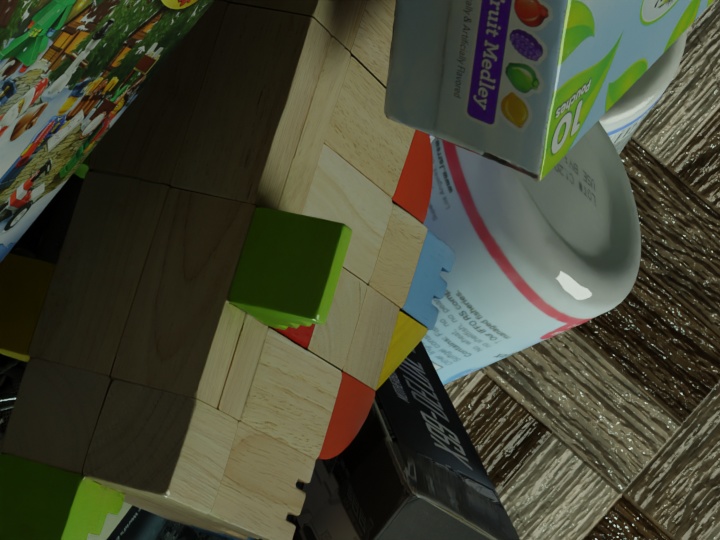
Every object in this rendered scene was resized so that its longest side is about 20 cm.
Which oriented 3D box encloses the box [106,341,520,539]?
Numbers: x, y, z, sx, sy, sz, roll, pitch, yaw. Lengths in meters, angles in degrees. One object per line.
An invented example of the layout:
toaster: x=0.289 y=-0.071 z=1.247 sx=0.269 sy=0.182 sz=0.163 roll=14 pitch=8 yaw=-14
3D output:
box: x=-0.041 y=0.117 z=0.735 sx=0.200 sy=0.050 sz=0.158 roll=-52 pitch=-156 yaw=13

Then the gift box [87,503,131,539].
gift box: x=-0.085 y=0.147 z=1.068 sx=0.200 sy=0.187 sz=0.185 roll=-53 pitch=173 yaw=37

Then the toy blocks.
toy blocks: x=-0.023 y=-0.003 z=0.634 sx=0.137 sy=0.100 sz=0.201 roll=36 pitch=69 yaw=-63

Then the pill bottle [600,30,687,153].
pill bottle: x=0.084 y=-0.093 z=1.127 sx=0.114 sy=0.114 sz=0.200 roll=-47 pitch=175 yaw=-15

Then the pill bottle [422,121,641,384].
pill bottle: x=0.000 y=0.000 z=0.892 sx=0.200 sy=0.109 sz=0.109 roll=-26 pitch=-172 yaw=31

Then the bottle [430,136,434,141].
bottle: x=0.001 y=-0.073 z=0.755 sx=0.200 sy=0.065 sz=0.084 roll=-53 pitch=-152 yaw=42

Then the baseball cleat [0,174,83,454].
baseball cleat: x=-0.087 y=0.025 z=0.743 sx=0.107 sy=0.070 sz=0.200 roll=-55 pitch=178 yaw=-23

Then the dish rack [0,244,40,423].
dish rack: x=-0.110 y=0.105 z=0.606 sx=0.054 sy=0.201 sz=0.153 roll=-11 pitch=-171 yaw=18

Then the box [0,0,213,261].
box: x=-0.086 y=-0.043 z=0.448 sx=0.137 sy=0.038 sz=0.200 roll=-49 pitch=175 yaw=8

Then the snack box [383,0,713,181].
snack box: x=0.069 y=-0.142 z=0.561 sx=0.142 sy=0.053 sz=0.200 roll=-42 pitch=149 yaw=-44
